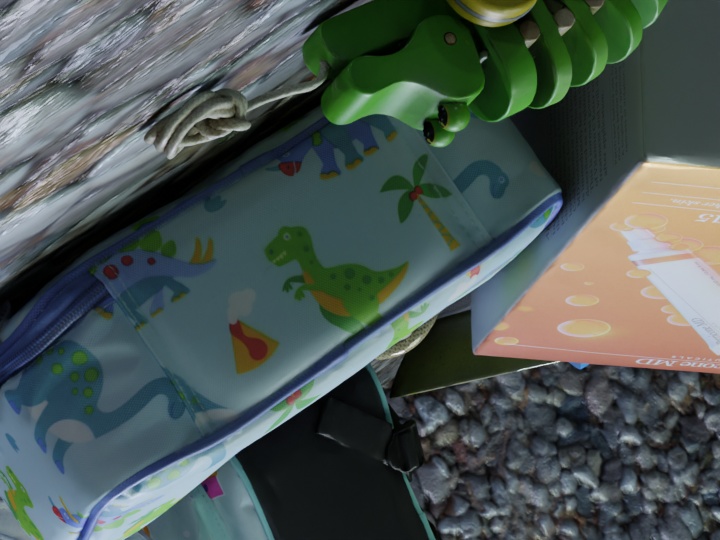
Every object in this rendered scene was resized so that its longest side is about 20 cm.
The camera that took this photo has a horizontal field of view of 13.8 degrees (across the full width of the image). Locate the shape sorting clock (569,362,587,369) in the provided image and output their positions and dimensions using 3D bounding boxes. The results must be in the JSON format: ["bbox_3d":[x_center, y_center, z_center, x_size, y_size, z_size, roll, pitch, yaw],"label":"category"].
[{"bbox_3d":[0.124,-0.026,1.531,0.199,0.039,0.200,-14,-141,12],"label":"shape sorting clock"}]

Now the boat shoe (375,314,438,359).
[{"bbox_3d":[0.005,-0.004,1.190,0.075,0.075,0.202,-36,176,13],"label":"boat shoe"}]

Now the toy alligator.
[{"bbox_3d":[0.029,-0.063,0.857,0.200,0.054,0.059,-33,175,-28],"label":"toy alligator"}]

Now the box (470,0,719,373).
[{"bbox_3d":[0.122,-0.041,1.030,0.124,0.098,0.200,5,160,-12],"label":"box"}]

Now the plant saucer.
[{"bbox_3d":[0.106,0.019,1.265,0.199,0.031,0.200,-12,178,0],"label":"plant saucer"}]

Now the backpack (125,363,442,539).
[{"bbox_3d":[-0.064,0.123,1.299,0.153,0.176,0.200,-35,-158,-23],"label":"backpack"}]

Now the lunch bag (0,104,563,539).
[{"bbox_3d":[-0.039,0.015,1.000,0.200,0.083,0.161,-34,175,-18],"label":"lunch bag"}]

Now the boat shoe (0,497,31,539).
[{"bbox_3d":[-0.130,0.072,1.115,0.070,0.071,0.200,-63,168,5],"label":"boat shoe"}]

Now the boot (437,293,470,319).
[{"bbox_3d":[0.067,-0.046,1.348,0.200,0.074,0.096,-43,175,-37],"label":"boot"}]
